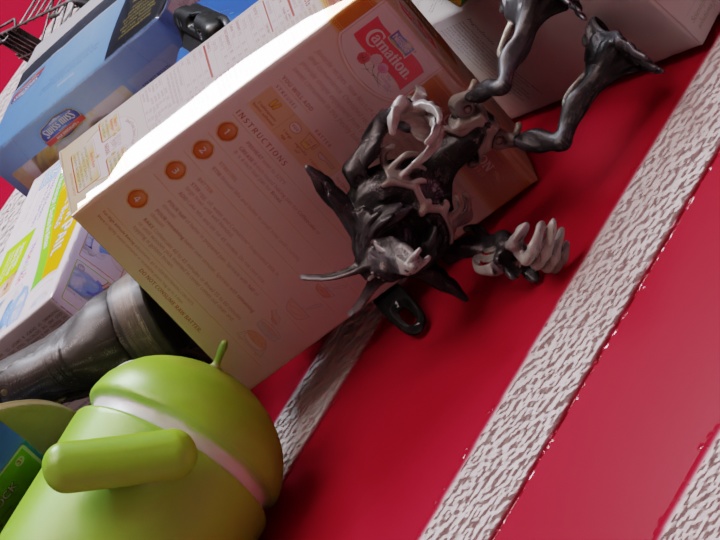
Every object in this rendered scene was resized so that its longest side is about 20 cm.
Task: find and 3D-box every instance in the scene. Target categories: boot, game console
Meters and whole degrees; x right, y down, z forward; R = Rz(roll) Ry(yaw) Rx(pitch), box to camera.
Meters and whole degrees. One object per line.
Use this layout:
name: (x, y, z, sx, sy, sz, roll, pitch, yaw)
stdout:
boot: (-0.178, 0.056, 1.686, 0.174, 0.069, 0.200, -27, -5, 7)
game console: (-0.057, -0.105, 1.769, 0.170, 0.119, 0.200, -17, 11, -6)

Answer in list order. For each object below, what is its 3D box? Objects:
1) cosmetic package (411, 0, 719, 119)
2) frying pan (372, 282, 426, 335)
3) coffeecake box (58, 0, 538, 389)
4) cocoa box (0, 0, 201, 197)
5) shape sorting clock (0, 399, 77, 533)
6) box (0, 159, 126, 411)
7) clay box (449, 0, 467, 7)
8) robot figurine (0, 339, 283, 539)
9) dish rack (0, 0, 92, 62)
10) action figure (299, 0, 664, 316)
cosmetic package: (0.116, -0.160, 1.598, 0.200, 0.085, 0.108, -16, 38, 57)
frying pan: (0.008, -0.014, 1.655, 0.190, 0.031, 0.115, 8, 62, 51)
coffeecake box: (-0.033, -0.056, 1.579, 0.200, 0.154, 0.073, -36, 32, 11)
cocoa box: (-0.131, -0.119, 1.990, 0.200, 0.133, 0.131, -35, 26, 38)
shape sorting clock: (-0.208, 0.159, 1.602, 0.039, 0.200, 0.200, 32, 81, 33)
box: (-0.163, 0.007, 1.884, 0.112, 0.101, 0.200, -36, 24, 35)
clay box: (0.057, -0.212, 1.628, 0.115, 0.048, 0.200, -47, 18, 1)
robot figurine: (-0.115, 0.131, 1.534, 0.200, 0.115, 0.176, -59, -10, -19)
dish rack: (-0.171, -0.164, 2.143, 0.200, 0.153, 0.055, -13, 50, 62)
action figure: (0.053, -0.053, 1.492, 0.200, 0.119, 0.102, -51, 19, 4)
